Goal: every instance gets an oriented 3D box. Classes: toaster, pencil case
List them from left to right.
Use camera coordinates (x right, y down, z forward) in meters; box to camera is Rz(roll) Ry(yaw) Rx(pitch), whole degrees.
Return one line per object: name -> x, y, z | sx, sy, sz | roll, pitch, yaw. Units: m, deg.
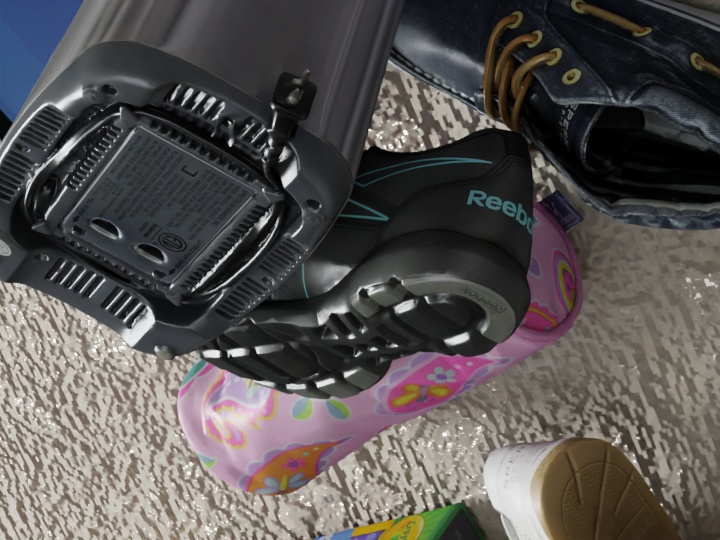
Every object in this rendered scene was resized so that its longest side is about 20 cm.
toaster -> -0.058, -0.066, 0.685 | 0.113, 0.129, 0.200 | 27, 145, -14
pencil case -> 0.007, 0.030, 0.824 | 0.200, 0.087, 0.087 | -35, 96, 38

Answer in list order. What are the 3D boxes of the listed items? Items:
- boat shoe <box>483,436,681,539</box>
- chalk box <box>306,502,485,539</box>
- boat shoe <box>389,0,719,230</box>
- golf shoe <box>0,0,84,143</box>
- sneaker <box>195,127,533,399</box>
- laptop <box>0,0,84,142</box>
boat shoe -> 0.122, 0.152, 0.844 | 0.069, 0.071, 0.200 | 4, 130, 58
chalk box -> 0.009, 0.202, 0.893 | 0.200, 0.124, 0.125 | -19, 106, 36
boat shoe -> 0.074, -0.077, 0.721 | 0.200, 0.091, 0.071 | 18, 123, 21
golf shoe -> -0.163, -0.076, 0.872 | 0.091, 0.075, 0.200 | 35, 129, 4
sneaker -> 0.000, 0.000, 0.741 | 0.075, 0.079, 0.200 | 31, 151, -32
laptop -> -0.115, -0.176, 0.765 | 0.177, 0.103, 0.200 | 48, 128, -3
